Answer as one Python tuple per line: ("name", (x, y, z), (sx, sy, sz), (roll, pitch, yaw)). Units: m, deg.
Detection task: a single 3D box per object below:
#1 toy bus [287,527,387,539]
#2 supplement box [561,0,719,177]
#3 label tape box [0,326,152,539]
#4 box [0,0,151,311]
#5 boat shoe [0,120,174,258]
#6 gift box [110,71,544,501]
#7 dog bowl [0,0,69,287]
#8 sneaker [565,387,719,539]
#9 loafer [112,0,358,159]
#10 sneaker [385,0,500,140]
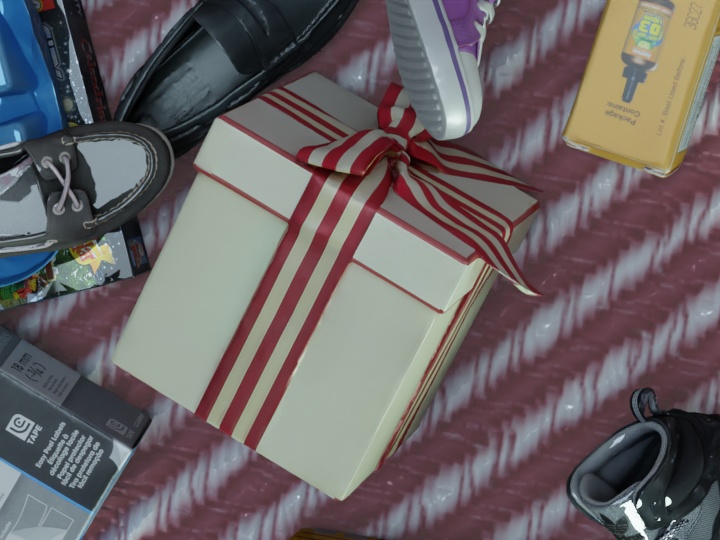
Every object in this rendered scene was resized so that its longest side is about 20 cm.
("toy bus", (0.051, 0.203, 1.558), (0.199, 0.078, 0.065), (8, 97, 12))
("supplement box", (0.178, -0.158, 1.495), (0.066, 0.069, 0.201), (20, 99, 11))
("label tape box", (-0.249, 0.103, 1.600), (0.200, 0.063, 0.144), (31, 110, -2))
("box", (-0.220, -0.078, 1.610), (0.136, 0.038, 0.201), (-14, 93, 14))
("boat shoe", (-0.205, -0.037, 1.511), (0.199, 0.057, 0.067), (-14, 93, 14))
("gift box", (0.000, 0.000, 1.501), (0.199, 0.185, 0.187), (28, 110, 5))
("dog bowl", (-0.227, -0.091, 1.565), (0.111, 0.050, 0.201), (-14, 94, 14))
("sneaker", (0.163, 0.166, 1.483), (0.075, 0.114, 0.201), (-4, 68, 46))
("loafer", (-0.068, -0.137, 1.551), (0.200, 0.070, 0.068), (-42, 86, 14))
("sneaker", (0.069, -0.170, 1.481), (0.114, 0.073, 0.201), (-6, 65, -9))
